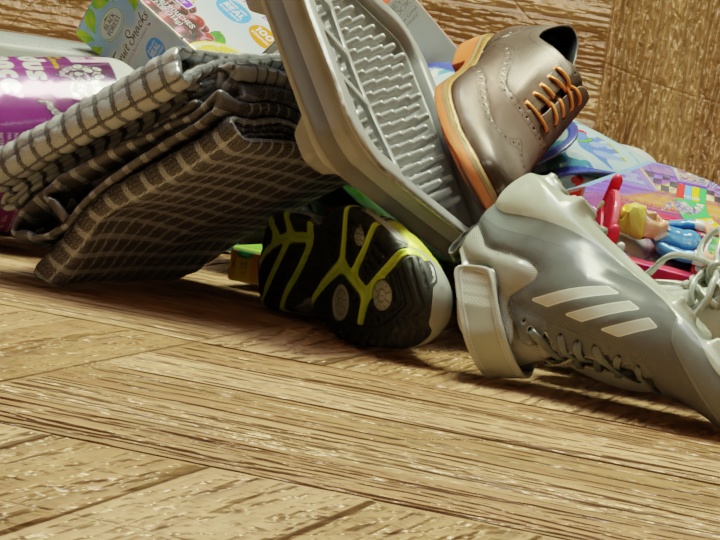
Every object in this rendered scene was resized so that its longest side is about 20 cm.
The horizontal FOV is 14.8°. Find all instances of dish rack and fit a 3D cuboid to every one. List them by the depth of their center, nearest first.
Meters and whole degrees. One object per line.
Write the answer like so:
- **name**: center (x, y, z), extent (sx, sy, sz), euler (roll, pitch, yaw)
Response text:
- **dish rack**: center (0.000, -0.095, 1.542), extent (0.043, 0.172, 0.200), euler (-29, -27, 15)

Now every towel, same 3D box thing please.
- **towel**: center (-0.096, -0.058, 1.590), extent (0.165, 0.086, 0.200), euler (-27, -12, 25)

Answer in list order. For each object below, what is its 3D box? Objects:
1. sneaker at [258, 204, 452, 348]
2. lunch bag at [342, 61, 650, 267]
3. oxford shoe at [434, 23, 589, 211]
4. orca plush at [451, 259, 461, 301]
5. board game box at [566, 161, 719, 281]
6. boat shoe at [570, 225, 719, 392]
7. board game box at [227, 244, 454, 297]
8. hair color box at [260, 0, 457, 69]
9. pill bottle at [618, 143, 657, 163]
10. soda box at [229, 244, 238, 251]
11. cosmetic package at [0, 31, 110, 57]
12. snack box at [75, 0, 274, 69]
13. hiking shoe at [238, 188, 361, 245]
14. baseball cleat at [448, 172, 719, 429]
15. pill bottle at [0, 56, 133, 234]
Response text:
- **sneaker**: center (0.011, 0.000, 1.540), extent (0.076, 0.076, 0.200), euler (6, 8, -24)
- **lunch bag**: center (0.081, -0.052, 1.752), extent (0.200, 0.128, 0.170), euler (9, 15, -37)
- **oxford shoe**: center (0.091, -0.098, 1.615), extent (0.073, 0.071, 0.200), euler (-22, 24, 18)
- **orca plush**: center (0.152, 0.031, 1.630), extent (0.200, 0.071, 0.105), euler (12, -39, -4)
- **board game box**: center (0.175, -0.013, 1.566), extent (0.200, 0.039, 0.158), euler (-20, 51, -36)
- **boat shoe**: center (0.193, 0.022, 1.456), extent (0.202, 0.086, 0.075), euler (14, 44, 9)
- **board game box**: center (0.000, 0.000, 1.769), extent (0.095, 0.030, 0.200), euler (12, 9, 22)
- **hair color box**: center (0.027, -0.105, 1.842), extent (0.200, 0.111, 0.064), euler (44, -1, -43)
- **pill bottle**: center (0.144, -0.039, 1.942), extent (0.200, 0.113, 0.112), euler (12, 7, 34)
- **soda box**: center (-0.173, -0.056, 1.862), extent (0.200, 0.068, 0.064), euler (5, 6, -37)
- **cosmetic package**: center (-0.252, -0.113, 2.054), extent (0.199, 0.123, 0.200), euler (4, 6, -41)
- **snack box**: center (-0.077, -0.151, 2.002), extent (0.200, 0.068, 0.169), euler (43, 36, 13)
- **hiking shoe**: center (-0.050, -0.065, 1.840), extent (0.076, 0.101, 0.200), euler (-23, -5, 8)
- **baseball cleat**: center (0.119, 0.037, 1.410), extent (0.200, 0.106, 0.070), euler (48, 2, 41)
- **pill bottle**: center (-0.196, -0.079, 1.732), extent (0.200, 0.113, 0.112), euler (-1, 9, -23)
